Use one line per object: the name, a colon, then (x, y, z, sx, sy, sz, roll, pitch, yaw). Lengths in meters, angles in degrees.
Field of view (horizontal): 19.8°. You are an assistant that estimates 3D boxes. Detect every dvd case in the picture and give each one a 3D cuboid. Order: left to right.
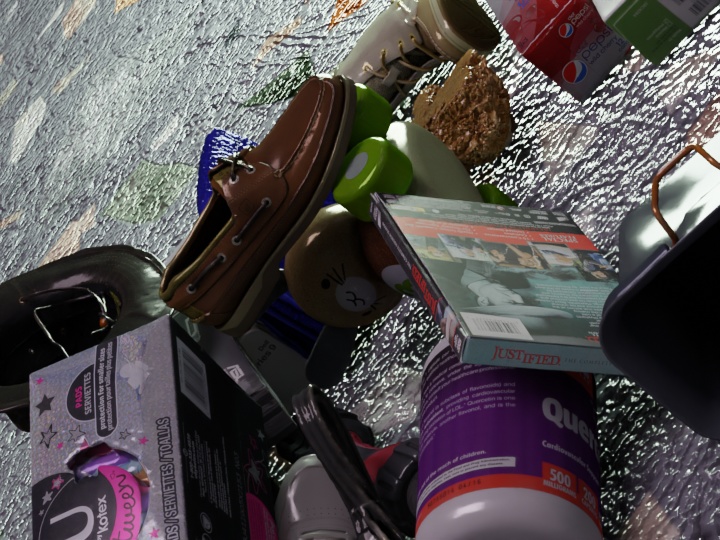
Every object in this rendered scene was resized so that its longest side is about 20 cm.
dvd case: (0.099, 0.007, 1.303, 0.200, 0.146, 0.022, -123, 42, -58)

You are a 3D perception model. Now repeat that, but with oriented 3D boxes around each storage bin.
storage bin: (0.228, -0.027, 1.197, 0.200, 0.146, 0.134, -45, 19, 21)

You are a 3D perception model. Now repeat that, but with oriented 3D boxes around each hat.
hat: (-0.220, 0.068, 1.514, 0.200, 0.081, 0.201, -12, 35, 8)

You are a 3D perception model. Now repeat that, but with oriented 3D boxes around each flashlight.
flashlight: (0.012, 0.134, 1.439, 0.068, 0.068, 0.200, -55, 22, -6)

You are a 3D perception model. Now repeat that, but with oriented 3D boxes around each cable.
cable: (0.021, 0.161, 1.311, 0.050, 0.097, 0.200, -29, 65, 21)

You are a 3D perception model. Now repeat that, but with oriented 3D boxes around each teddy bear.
teddy bear: (0.055, -0.080, 1.611, 0.200, 0.067, 0.145, -53, 17, 21)

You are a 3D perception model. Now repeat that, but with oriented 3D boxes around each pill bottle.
pill bottle: (0.092, 0.108, 1.279, 0.112, 0.112, 0.200, -36, 34, 34)

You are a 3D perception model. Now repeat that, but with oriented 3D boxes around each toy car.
toy car: (0.000, 0.000, 1.482, 0.200, 0.164, 0.158, -45, 29, 18)

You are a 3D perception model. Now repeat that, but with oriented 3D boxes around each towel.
towel: (-0.063, -0.025, 1.629, 0.050, 0.148, 0.200, -45, 27, 27)

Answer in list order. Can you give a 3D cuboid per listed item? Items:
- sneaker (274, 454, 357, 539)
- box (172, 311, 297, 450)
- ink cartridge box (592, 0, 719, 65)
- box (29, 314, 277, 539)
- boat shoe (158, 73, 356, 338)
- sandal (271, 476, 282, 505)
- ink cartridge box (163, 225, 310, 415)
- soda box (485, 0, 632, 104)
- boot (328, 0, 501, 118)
sneaker: (-0.012, 0.208, 1.320, 0.100, 0.075, 0.200, 108, 156, -65)
box: (-0.150, 0.103, 1.523, 0.158, 0.050, 0.200, -37, 31, -2)
ink cartridge box: (0.212, -0.248, 1.528, 0.104, 0.059, 0.200, -45, 29, 19)
box: (-0.133, 0.154, 1.314, 0.115, 0.132, 0.200, -24, 48, 16)
boat shoe: (-0.071, -0.051, 1.416, 0.200, 0.068, 0.072, -64, 22, 6)
sandal: (-0.041, 0.206, 1.456, 0.201, 0.057, 0.080, 22, 74, 47)
ink cartridge box: (-0.118, 0.063, 1.693, 0.145, 0.087, 0.200, -50, 28, 14)
soda box: (0.141, -0.209, 1.590, 0.063, 0.070, 0.200, -47, 28, 14)
boot: (0.036, -0.170, 1.714, 0.155, 0.072, 0.200, -48, 20, 13)
